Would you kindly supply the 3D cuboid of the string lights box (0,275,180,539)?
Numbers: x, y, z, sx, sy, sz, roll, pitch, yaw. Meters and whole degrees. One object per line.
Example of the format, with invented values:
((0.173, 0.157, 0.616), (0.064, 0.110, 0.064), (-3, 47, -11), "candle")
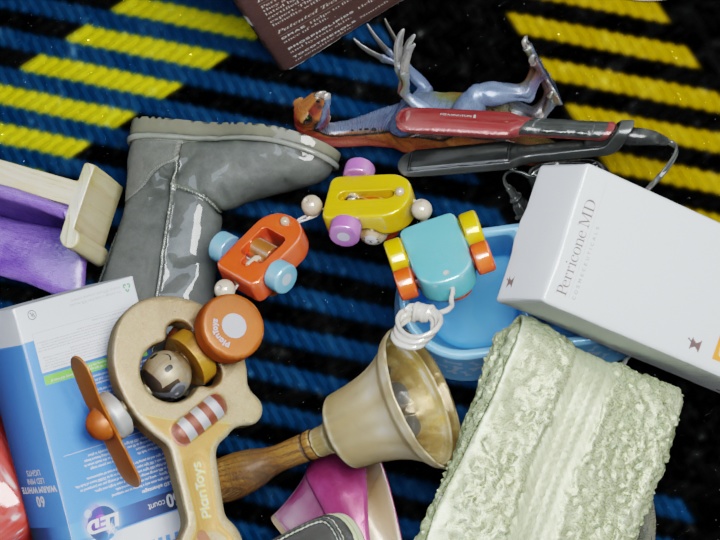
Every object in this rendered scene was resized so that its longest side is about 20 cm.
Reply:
((-0.189, 0.114, 1.637), (0.059, 0.103, 0.200), (-10, 95, 52), "string lights box")

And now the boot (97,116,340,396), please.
((-0.112, -0.006, 1.711), (0.182, 0.073, 0.200), (3, 74, 23), "boot")

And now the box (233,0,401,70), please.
((-0.044, -0.275, 1.681), (0.164, 0.200, 0.166), (-31, 75, 3), "box")

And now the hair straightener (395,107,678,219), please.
((0.125, -0.076, 1.659), (0.200, 0.041, 0.077), (0, 118, 1), "hair straightener")

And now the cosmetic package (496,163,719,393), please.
((0.205, 0.009, 1.602), (0.200, 0.071, 0.101), (22, 82, -22), "cosmetic package")

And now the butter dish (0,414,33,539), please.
((-0.306, 0.159, 1.674), (0.200, 0.148, 0.199), (-36, 77, 2), "butter dish")

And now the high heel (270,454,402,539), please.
((0.031, 0.204, 1.650), (0.096, 0.067, 0.200), (-49, 63, 9), "high heel")

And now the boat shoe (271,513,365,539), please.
((-0.083, 0.239, 1.635), (0.201, 0.066, 0.072), (-39, 61, 20), "boat shoe")

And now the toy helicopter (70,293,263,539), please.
((-0.127, 0.116, 1.594), (0.132, 0.079, 0.200), (-6, 78, -28), "toy helicopter")

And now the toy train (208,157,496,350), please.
((0.000, 0.000, 1.638), (0.200, 0.056, 0.150), (23, 60, 33), "toy train")

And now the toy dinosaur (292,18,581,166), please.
((0.051, -0.107, 1.686), (0.181, 0.105, 0.200), (-27, 79, 8), "toy dinosaur")

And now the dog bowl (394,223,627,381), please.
((0.120, 0.015, 1.677), (0.200, 0.050, 0.112), (-7, 79, 8), "dog bowl")

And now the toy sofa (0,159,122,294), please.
((-0.287, -0.049, 1.742), (0.200, 0.083, 0.098), (16, 82, 12), "toy sofa")

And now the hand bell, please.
((-0.041, 0.125, 1.632), (0.200, 0.104, 0.104), (-24, 76, 20), "hand bell")

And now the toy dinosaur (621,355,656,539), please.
((0.163, 0.163, 1.630), (0.102, 0.077, 0.200), (-16, 75, 13), "toy dinosaur")

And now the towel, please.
((0.128, 0.144, 1.576), (0.148, 0.036, 0.200), (25, 75, -7), "towel")
